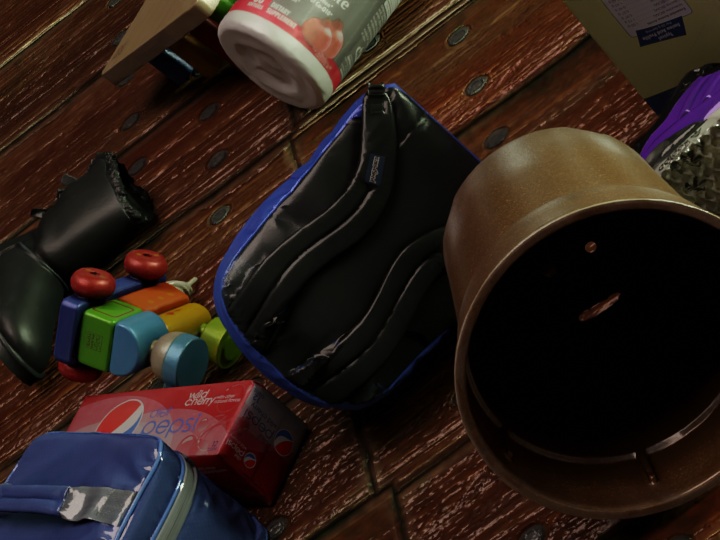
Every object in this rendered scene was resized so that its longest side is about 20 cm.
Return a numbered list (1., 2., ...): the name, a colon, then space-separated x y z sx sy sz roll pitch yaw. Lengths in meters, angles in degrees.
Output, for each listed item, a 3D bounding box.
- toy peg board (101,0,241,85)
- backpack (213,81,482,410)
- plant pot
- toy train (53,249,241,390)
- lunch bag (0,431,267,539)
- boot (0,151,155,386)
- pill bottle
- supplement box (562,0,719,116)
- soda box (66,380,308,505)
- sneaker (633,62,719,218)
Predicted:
1. toy peg board: -0.112 -0.251 2.237 0.199 0.098 0.200 -27 30 56
2. backpack: 0.000 0.000 1.711 0.200 0.162 0.168 -50 2 -9
3. plant pot: 0.140 0.016 1.501 0.200 0.200 0.198 -39 22 9
4. toy train: -0.134 0.039 1.899 0.115 0.085 0.200 20 21 25
5. lunch bag: -0.183 0.187 1.719 0.200 0.132 0.136 -4 48 47
6. boot: -0.247 -0.007 2.101 0.162 0.073 0.198 -36 30 7
7. pill bottle: -0.021 -0.243 2.073 0.111 0.111 0.200 11 60 55
8. supplement box: 0.236 -0.244 1.675 0.200 0.200 0.135 -21 37 34
9. soda box: -0.135 0.129 1.801 0.200 0.063 0.070 -9 45 46
10. sneaker: 0.255 -0.116 1.627 0.200 0.070 0.100 -38 28 10
